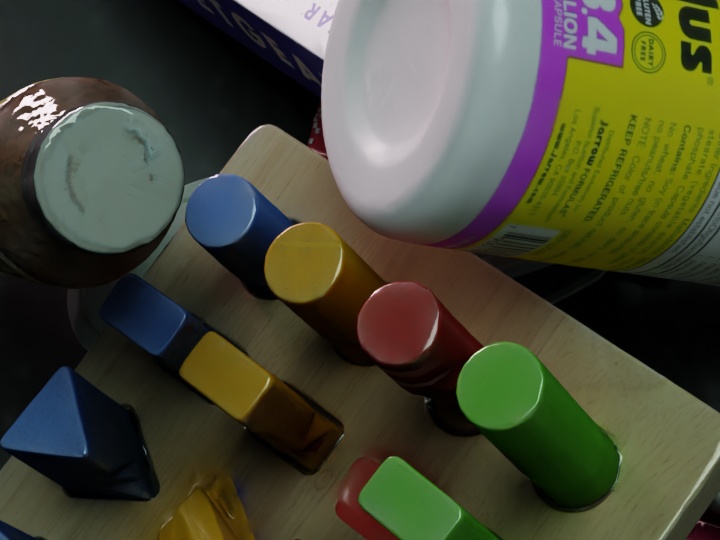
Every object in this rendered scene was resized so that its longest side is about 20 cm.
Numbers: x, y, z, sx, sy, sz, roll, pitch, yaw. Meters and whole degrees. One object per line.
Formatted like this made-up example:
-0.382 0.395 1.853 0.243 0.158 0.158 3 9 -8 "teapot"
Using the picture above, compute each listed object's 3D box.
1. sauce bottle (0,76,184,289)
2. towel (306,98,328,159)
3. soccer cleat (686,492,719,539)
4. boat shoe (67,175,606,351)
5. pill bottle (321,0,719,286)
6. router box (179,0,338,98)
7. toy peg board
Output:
-0.089 -0.027 0.697 0.064 0.200 0.065 0 91 -12 "sauce bottle"
0.072 -0.102 0.880 0.144 0.023 0.201 16 63 5 "towel"
0.051 0.068 0.746 0.199 0.086 0.070 17 62 9 "soccer cleat"
0.000 0.000 0.798 0.199 0.060 0.076 -11 66 9 "boat shoe"
0.096 -0.049 0.707 0.199 0.104 0.105 7 57 -29 "pill bottle"
0.023 -0.147 0.818 0.180 0.049 0.200 -46 44 -5 "router box"
-0.030 0.067 0.685 0.199 0.098 0.200 34 85 29 "toy peg board"
